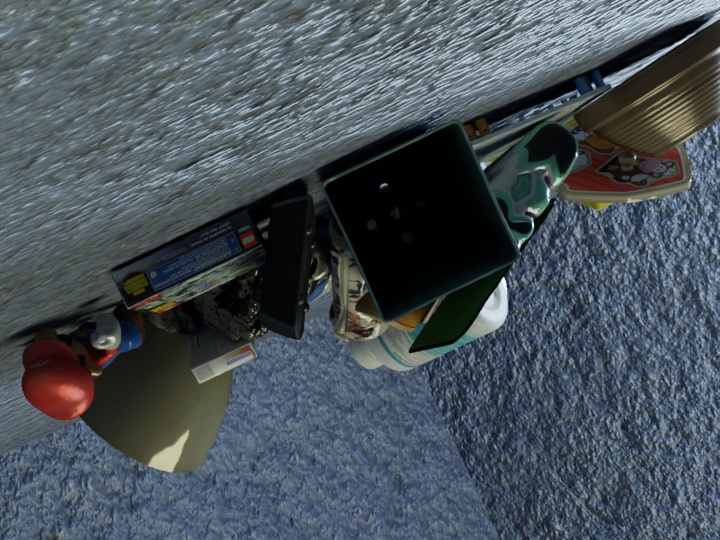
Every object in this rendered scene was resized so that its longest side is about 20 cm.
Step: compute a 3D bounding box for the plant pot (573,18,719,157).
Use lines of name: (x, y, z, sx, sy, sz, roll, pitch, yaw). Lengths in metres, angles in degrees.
plant pot: (0.344, -0.190, 1.683, 0.200, 0.093, 0.201, -33, -178, 1)

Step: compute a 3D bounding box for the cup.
cup: (-0.228, 0.115, 1.769, 0.144, 0.200, 0.200, -54, 168, 17)

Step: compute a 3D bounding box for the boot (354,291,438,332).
boot: (0.063, -0.012, 1.652, 0.145, 0.070, 0.201, -68, 163, 9)

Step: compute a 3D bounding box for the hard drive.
hard drive: (-0.069, -0.002, 1.454, 0.042, 0.136, 0.200, 6, 176, 0)

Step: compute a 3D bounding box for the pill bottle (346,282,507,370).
pill bottle: (0.076, 0.056, 1.884, 0.199, 0.111, 0.111, -27, 177, 34)

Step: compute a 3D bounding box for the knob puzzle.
knob puzzle: (0.290, -0.134, 1.738, 0.218, 0.031, 0.220, -2, -147, 1)

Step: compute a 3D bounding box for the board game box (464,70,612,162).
board game box: (0.149, -0.148, 1.660, 0.199, 0.026, 0.200, -25, 177, -27)

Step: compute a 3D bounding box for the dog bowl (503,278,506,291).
dog bowl: (0.093, 0.048, 1.974, 0.199, 0.112, 0.050, -27, 165, 24)

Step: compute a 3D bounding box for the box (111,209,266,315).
box: (-0.157, -0.004, 1.456, 0.136, 0.040, 0.200, -25, 177, -1)

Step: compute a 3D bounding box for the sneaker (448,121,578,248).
sneaker: (0.149, -0.066, 1.645, 0.200, 0.078, 0.140, -47, -176, -17)

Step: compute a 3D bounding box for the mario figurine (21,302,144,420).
mario figurine: (-0.297, 0.075, 1.568, 0.124, 0.106, 0.200, -65, 176, 17)

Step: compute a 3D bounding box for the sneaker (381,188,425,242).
sneaker: (0.055, -0.025, 1.803, 0.060, 0.104, 0.201, -71, 179, -55)

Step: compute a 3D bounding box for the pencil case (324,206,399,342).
pencil case: (0.000, 0.000, 1.713, 0.089, 0.078, 0.201, -35, 151, -24)

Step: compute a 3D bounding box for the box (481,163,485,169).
box: (0.068, -0.054, 1.904, 0.199, 0.098, 0.124, -27, 176, 30)

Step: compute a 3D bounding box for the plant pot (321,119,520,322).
plant pot: (0.047, -0.053, 1.462, 0.141, 0.142, 0.200, -25, -173, -2)

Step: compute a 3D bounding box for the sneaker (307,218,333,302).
sneaker: (-0.078, 0.002, 1.817, 0.111, 0.077, 0.200, -31, 176, -31)

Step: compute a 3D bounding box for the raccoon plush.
raccoon plush: (-0.132, 0.001, 1.649, 0.199, 0.097, 0.134, 4, -150, 39)

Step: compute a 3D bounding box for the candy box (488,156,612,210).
candy box: (0.249, -0.127, 1.796, 0.102, 0.027, 0.200, -22, -148, -29)

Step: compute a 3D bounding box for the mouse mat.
mouse mat: (0.132, 0.008, 1.654, 0.200, 0.008, 0.161, -52, -171, -16)

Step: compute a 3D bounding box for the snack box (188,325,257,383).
snack box: (-0.158, 0.054, 1.694, 0.072, 0.024, 0.200, -26, -153, 5)
